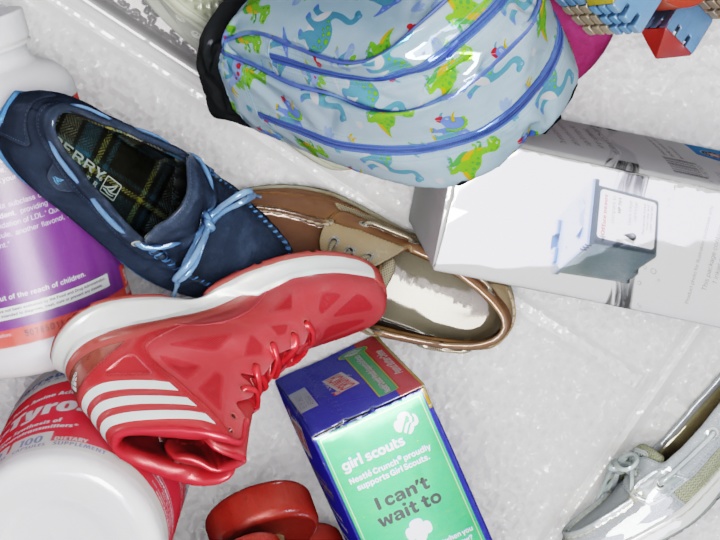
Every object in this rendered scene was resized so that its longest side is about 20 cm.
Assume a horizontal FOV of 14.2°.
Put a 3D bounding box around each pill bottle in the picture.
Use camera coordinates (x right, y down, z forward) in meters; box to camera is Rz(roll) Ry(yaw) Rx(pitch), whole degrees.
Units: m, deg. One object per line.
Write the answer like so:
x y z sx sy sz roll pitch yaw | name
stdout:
-0.204 -0.045 1.648 0.112 0.112 0.200 -14 102 -2 | pill bottle
-0.154 0.117 1.633 0.112 0.200 0.112 1 110 4 | pill bottle

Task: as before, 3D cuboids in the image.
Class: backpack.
0.023 -0.123 1.559 0.163 0.200 0.154 -37 141 -18 | backpack

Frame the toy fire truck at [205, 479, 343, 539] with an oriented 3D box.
-0.082 0.216 1.676 0.168 0.200 0.112 -24 64 3 | toy fire truck

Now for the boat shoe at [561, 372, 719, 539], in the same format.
0.197 0.106 1.738 0.202 0.074 0.065 -37 96 -1 | boat shoe

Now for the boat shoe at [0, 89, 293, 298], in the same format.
-0.115 -0.032 1.598 0.200 0.069 0.084 25 79 -31 | boat shoe

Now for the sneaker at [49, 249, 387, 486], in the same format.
-0.061 0.063 1.587 0.200 0.116 0.078 -15 145 -21 | sneaker

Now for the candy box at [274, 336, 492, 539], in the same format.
0.030 0.151 1.679 0.077 0.169 0.200 -26 102 -3 | candy box

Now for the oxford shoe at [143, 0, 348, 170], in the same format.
-0.061 -0.136 1.676 0.200 0.058 0.075 43 73 -26 | oxford shoe

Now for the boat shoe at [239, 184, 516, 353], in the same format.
0.000 0.000 1.696 0.200 0.072 0.076 14 99 -8 | boat shoe

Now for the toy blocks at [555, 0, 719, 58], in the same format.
0.156 -0.194 1.632 0.200 0.100 0.137 41 72 -26 | toy blocks

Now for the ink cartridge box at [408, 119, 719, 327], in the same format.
0.137 -0.035 1.664 0.200 0.146 0.086 10 102 -7 | ink cartridge box

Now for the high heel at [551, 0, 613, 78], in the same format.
0.069 -0.191 1.669 0.200 0.067 0.096 35 86 -24 | high heel
